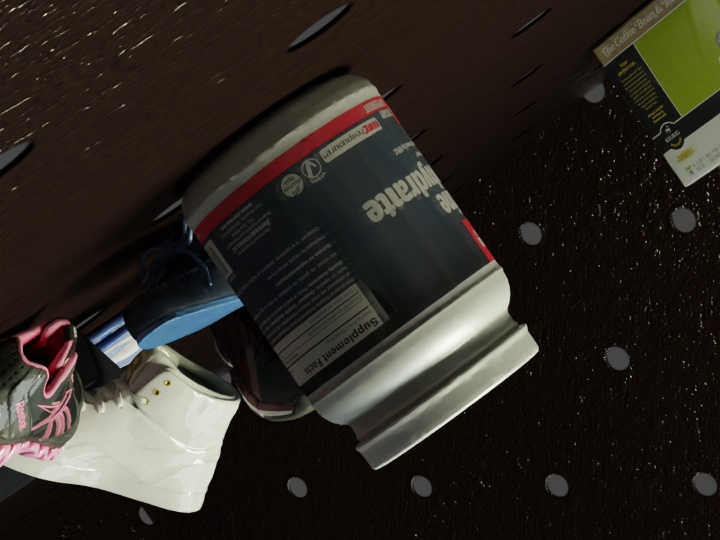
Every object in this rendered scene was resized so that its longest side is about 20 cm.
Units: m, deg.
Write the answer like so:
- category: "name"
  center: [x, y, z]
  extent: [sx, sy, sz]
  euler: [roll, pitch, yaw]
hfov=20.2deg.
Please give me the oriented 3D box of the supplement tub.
- category: "supplement tub"
  center: [0.000, 0.000, 1.200]
  extent: [0.140, 0.201, 0.140]
  euler: [-35, 178, -2]

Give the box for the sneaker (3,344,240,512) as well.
- category: "sneaker"
  center: [-0.185, 0.093, 1.443]
  extent: [0.116, 0.198, 0.074]
  euler: [-65, -155, 18]

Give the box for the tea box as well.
- category: "tea box"
  center: [0.406, -0.238, 2.281]
  extent: [0.133, 0.198, 0.200]
  euler: [-32, 177, -38]

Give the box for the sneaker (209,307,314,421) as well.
- category: "sneaker"
  center: [-0.084, 0.031, 1.463]
  extent: [0.075, 0.116, 0.200]
  euler: [-35, -155, -13]

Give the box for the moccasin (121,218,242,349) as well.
- category: "moccasin"
  center: [-0.106, 0.000, 1.351]
  extent: [0.080, 0.069, 0.200]
  euler: [-28, 180, 24]

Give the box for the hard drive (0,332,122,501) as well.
- category: "hard drive"
  center: [-0.271, 0.130, 1.538]
  extent: [0.199, 0.042, 0.135]
  euler: [-35, 163, -3]

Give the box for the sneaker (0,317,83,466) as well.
- category: "sneaker"
  center: [-0.209, 0.070, 1.306]
  extent: [0.095, 0.079, 0.200]
  euler: [-47, 177, 9]

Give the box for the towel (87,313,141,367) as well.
- category: "towel"
  center: [-0.221, 0.075, 1.683]
  extent: [0.146, 0.024, 0.200]
  euler: [-36, 177, -14]
